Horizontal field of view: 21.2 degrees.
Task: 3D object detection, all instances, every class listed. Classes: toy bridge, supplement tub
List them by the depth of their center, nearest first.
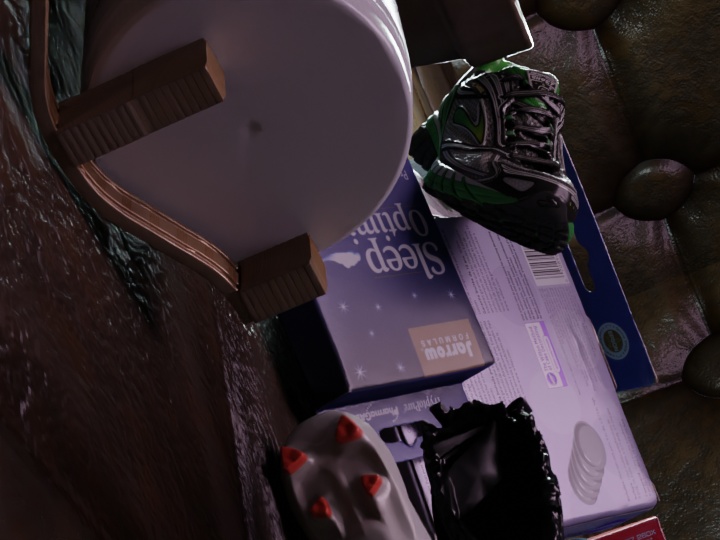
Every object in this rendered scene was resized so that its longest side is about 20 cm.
[{"bbox_3d":[-0.082,-0.060,0.698,0.027,0.067,0.200,-99,164,-57],"label":"toy bridge"},{"bbox_3d":[-0.050,-0.106,0.808,0.200,0.132,0.132,-101,167,-57],"label":"supplement tub"}]

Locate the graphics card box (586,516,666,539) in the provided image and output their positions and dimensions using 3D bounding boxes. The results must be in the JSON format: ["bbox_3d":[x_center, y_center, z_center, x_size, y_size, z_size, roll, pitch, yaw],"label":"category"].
[{"bbox_3d":[0.190,0.290,1.380,0.051,0.125,0.201,67,5,-76],"label":"graphics card box"}]

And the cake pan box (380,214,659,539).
[{"bbox_3d":[0.061,0.059,1.074,0.184,0.052,0.200,-6,70,-46],"label":"cake pan box"}]

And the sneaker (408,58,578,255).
[{"bbox_3d":[0.078,-0.072,1.068,0.078,0.085,0.200,25,15,-19],"label":"sneaker"}]

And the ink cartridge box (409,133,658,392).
[{"bbox_3d":[0.090,0.009,1.326,0.041,0.200,0.200,-25,94,-38],"label":"ink cartridge box"}]

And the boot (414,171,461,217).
[{"bbox_3d":[0.036,-0.014,1.248,0.200,0.074,0.096,44,13,12],"label":"boot"}]

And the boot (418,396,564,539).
[{"bbox_3d":[0.075,0.168,0.883,0.163,0.073,0.199,84,-9,-51],"label":"boot"}]

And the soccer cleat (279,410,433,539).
[{"bbox_3d":[0.019,0.152,0.827,0.078,0.069,0.200,59,9,-63],"label":"soccer cleat"}]

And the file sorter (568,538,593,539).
[{"bbox_3d":[0.189,0.265,1.224,0.200,0.138,0.123,59,43,-58],"label":"file sorter"}]

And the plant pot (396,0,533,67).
[{"bbox_3d":[-0.015,-0.187,1.096,0.200,0.173,0.201,-22,90,-83],"label":"plant pot"}]

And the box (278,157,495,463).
[{"bbox_3d":[0.000,0.000,0.991,0.121,0.032,0.200,-7,71,-49],"label":"box"}]
